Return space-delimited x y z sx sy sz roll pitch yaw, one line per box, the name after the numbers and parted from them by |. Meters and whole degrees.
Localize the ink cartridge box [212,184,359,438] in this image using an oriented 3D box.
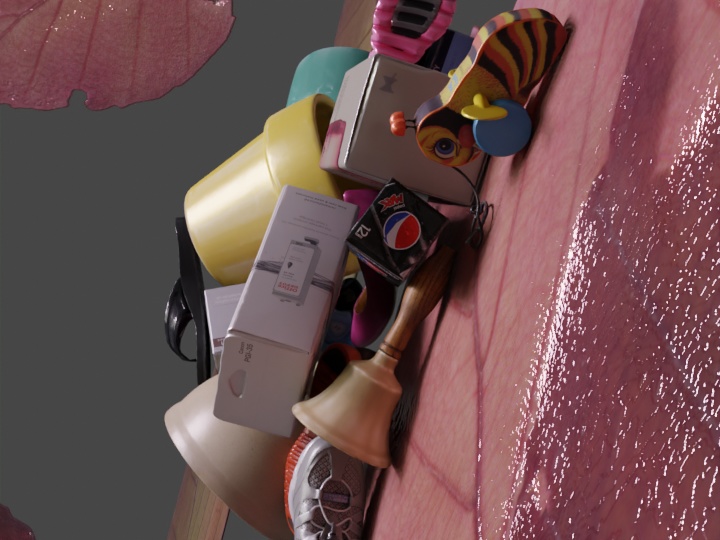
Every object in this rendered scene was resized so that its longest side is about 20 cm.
-0.071 0.041 1.268 0.147 0.083 0.200 105 -178 -48 | ink cartridge box

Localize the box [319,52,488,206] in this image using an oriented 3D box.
0.043 -0.131 1.250 0.200 0.128 0.109 -151 78 -81 | box

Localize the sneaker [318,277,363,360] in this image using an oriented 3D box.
-0.020 0.046 1.535 0.090 0.078 0.200 -61 21 15 | sneaker

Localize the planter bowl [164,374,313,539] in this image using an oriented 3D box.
-0.090 0.174 1.385 0.135 0.200 0.200 -45 12 3 | planter bowl

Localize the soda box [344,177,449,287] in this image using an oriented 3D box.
0.032 -0.031 1.184 0.071 0.063 0.200 -53 -1 -1 | soda box

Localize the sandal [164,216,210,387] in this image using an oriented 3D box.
-0.199 0.040 1.463 0.075 0.048 0.201 92 169 -77 | sandal

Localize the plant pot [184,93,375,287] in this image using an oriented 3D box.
-0.086 -0.071 1.469 0.189 0.201 0.201 -23 30 17 | plant pot

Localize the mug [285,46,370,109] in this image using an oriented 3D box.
-0.022 -0.204 1.663 0.185 0.152 0.115 86 -167 -58 | mug

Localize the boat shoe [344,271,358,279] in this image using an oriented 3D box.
-0.051 0.043 1.700 0.073 0.063 0.200 -154 80 -80 | boat shoe

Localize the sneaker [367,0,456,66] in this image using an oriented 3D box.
0.046 -0.242 1.373 0.095 0.079 0.200 -71 5 -65 | sneaker

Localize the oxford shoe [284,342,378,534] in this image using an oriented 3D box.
-0.019 0.173 1.281 0.071 0.072 0.200 29 104 49 | oxford shoe

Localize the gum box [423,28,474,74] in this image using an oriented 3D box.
0.068 -0.188 1.462 0.200 0.044 0.170 -121 49 -77 | gum box

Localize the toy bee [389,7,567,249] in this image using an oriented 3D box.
0.085 -0.125 1.057 0.131 0.109 0.200 -153 80 -79 | toy bee

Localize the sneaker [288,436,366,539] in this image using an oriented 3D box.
-0.025 0.251 1.186 0.082 0.075 0.200 171 104 -73 | sneaker

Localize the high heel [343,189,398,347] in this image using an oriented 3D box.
0.000 0.000 1.368 0.067 0.096 0.200 -83 13 -46 | high heel

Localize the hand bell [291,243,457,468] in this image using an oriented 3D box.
0.033 0.067 1.175 0.200 0.104 0.104 -59 10 4 | hand bell

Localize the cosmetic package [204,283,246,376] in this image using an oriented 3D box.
-0.117 0.091 1.488 0.200 0.107 0.090 95 165 -60 | cosmetic package
